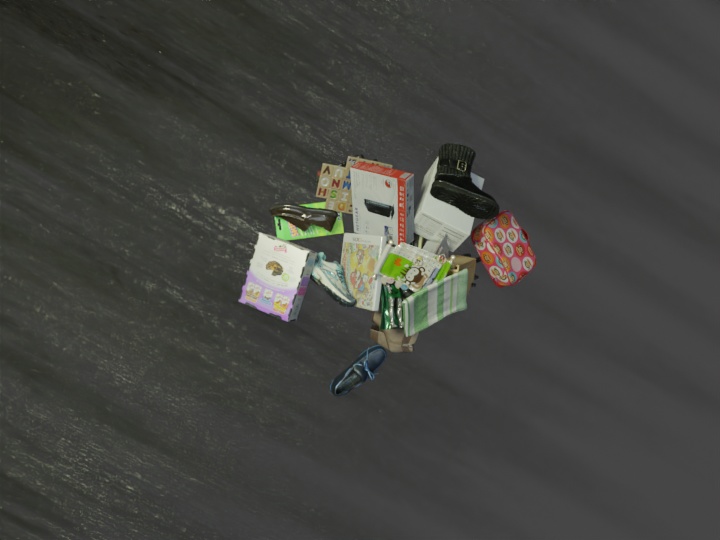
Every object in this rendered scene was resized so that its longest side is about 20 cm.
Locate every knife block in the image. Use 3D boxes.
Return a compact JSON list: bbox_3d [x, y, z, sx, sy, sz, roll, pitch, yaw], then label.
[{"bbox_3d":[0.290,-0.015,1.613,0.063,0.202,0.178,10,57,27],"label":"knife block"}]

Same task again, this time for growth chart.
[{"bbox_3d":[0.136,-0.004,1.489,0.195,0.018,0.147,15,121,-3],"label":"growth chart"}]

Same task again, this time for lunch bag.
[{"bbox_3d":[0.432,-0.071,1.671,0.175,0.081,0.203,-33,97,-30],"label":"lunch bag"}]

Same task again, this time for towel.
[{"bbox_3d":[0.202,0.090,1.516,0.196,0.024,0.155,-23,136,-14],"label":"towel"}]

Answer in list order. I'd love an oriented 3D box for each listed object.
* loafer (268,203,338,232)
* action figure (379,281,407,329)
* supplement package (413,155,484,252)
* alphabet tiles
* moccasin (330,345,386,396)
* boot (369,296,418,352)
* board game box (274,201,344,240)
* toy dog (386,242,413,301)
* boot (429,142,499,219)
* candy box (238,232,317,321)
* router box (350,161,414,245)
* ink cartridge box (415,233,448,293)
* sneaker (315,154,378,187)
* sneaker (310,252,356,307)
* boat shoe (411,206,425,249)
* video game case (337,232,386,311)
[{"bbox_3d":[-0.162,-0.145,1.591,0.194,0.073,0.073,7,95,-2],"label":"loafer"},{"bbox_3d":[0.091,0.057,1.565,0.116,0.054,0.206,2,76,-40],"label":"action figure"},{"bbox_3d":[0.243,-0.188,1.606,0.153,0.111,0.204,25,62,-7],"label":"supplement package"},{"bbox_3d":[-0.022,-0.238,1.601,0.195,0.008,0.170,8,121,-15],"label":"alphabet tiles"},{"bbox_3d":[0.001,0.304,1.655,0.200,0.068,0.081,-43,100,-1],"label":"moccasin"},{"bbox_3d":[0.103,0.150,1.633,0.142,0.071,0.204,13,127,10],"label":"boot"},{"bbox_3d":[-0.150,-0.144,1.643,0.194,0.030,0.098,-8,93,-9],"label":"board game box"},{"bbox_3d":[0.088,0.022,1.659,0.131,0.096,0.201,-38,82,1],"label":"toy dog"},{"bbox_3d":[0.296,-0.247,1.541,0.207,0.080,0.161,25,61,-7],"label":"boot"},{"bbox_3d":[-0.230,0.018,1.583,0.164,0.071,0.205,20,94,17],"label":"candy box"},{"bbox_3d":[0.061,-0.181,1.556,0.176,0.049,0.204,18,129,30],"label":"router box"},{"bbox_3d":[0.201,0.002,1.589,0.065,0.117,0.203,12,136,27],"label":"ink cartridge box"},{"bbox_3d":[-0.030,-0.285,1.617,0.195,0.071,0.100,0,121,-8],"label":"sneaker"},{"bbox_3d":[-0.076,0.019,1.604,0.086,0.078,0.199,-44,68,-12],"label":"sneaker"},{"bbox_3d":[0.156,-0.095,1.646,0.064,0.072,0.206,3,68,12],"label":"boat shoe"},{"bbox_3d":[0.000,0.000,1.597,0.022,0.180,0.206,5,92,-37],"label":"video game case"}]
